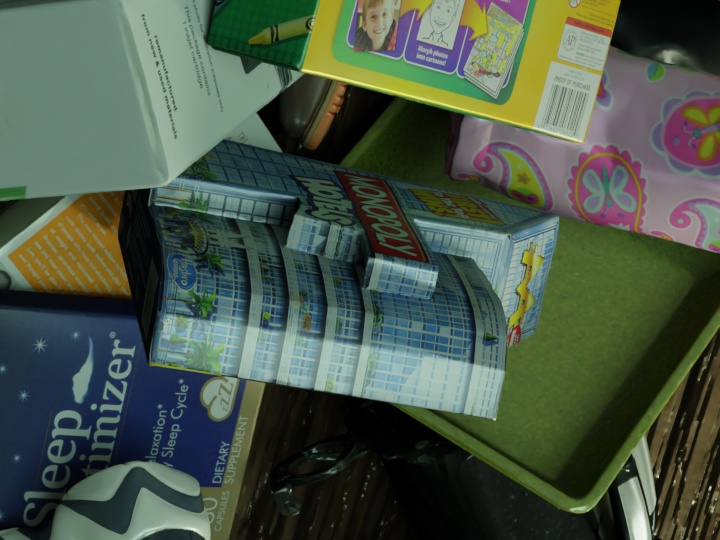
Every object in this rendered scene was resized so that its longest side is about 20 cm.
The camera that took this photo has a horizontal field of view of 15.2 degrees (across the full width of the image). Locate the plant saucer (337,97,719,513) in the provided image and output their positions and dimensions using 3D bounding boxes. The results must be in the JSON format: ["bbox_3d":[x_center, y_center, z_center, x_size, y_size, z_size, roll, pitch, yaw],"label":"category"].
[{"bbox_3d":[0.070,0.010,1.307,0.200,0.199,0.048,-50,163,-32],"label":"plant saucer"}]

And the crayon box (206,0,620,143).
[{"bbox_3d":[0.033,-0.131,1.152,0.199,0.058,0.120,10,95,-49],"label":"crayon box"}]

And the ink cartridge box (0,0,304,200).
[{"bbox_3d":[-0.109,-0.102,1.172,0.200,0.146,0.084,-45,125,-58],"label":"ink cartridge box"}]

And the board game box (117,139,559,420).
[{"bbox_3d":[0.000,0.000,1.190,0.198,0.200,0.062,9,105,-12],"label":"board game box"}]

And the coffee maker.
[{"bbox_3d":[0.076,0.146,1.388,0.191,0.135,0.201,-18,110,7],"label":"coffee maker"}]

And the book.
[{"bbox_3d":[-0.113,0.010,1.304,0.200,0.048,0.134,-40,117,-9],"label":"book"}]

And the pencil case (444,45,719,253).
[{"bbox_3d":[0.141,-0.059,1.287,0.198,0.087,0.088,13,98,1],"label":"pencil case"}]

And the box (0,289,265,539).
[{"bbox_3d":[-0.143,0.071,1.273,0.199,0.032,0.122,6,107,-28],"label":"box"}]

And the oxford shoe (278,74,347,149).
[{"bbox_3d":[-0.026,-0.160,1.296,0.072,0.071,0.202,8,96,-5],"label":"oxford shoe"}]

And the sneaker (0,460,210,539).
[{"bbox_3d":[-0.141,0.187,1.245,0.198,0.130,0.079,-29,145,25],"label":"sneaker"}]

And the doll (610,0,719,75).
[{"bbox_3d":[0.166,-0.110,1.366,0.199,0.048,0.138,16,68,-34],"label":"doll"}]
